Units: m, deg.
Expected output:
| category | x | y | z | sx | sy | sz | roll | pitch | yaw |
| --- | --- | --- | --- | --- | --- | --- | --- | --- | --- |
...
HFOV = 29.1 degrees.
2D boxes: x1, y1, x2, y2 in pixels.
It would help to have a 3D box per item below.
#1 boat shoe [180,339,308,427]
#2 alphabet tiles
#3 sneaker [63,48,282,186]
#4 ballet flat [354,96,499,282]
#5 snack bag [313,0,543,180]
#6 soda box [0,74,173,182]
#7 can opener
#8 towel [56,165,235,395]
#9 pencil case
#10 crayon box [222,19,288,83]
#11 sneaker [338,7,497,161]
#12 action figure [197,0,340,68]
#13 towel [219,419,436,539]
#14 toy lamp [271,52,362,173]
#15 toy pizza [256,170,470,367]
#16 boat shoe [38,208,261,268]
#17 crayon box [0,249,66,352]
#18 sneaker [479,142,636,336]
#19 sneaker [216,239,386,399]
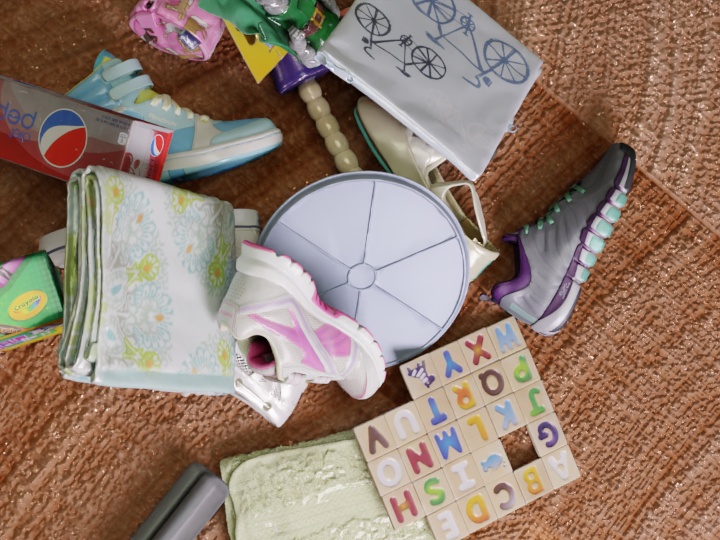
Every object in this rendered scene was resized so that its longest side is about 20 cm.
| category | x | y | z | sx | sy | sz | roll | pitch | yaw |
| --- | --- | --- | --- | --- | --- | --- | --- | --- | --- |
| boat shoe | -0.145 | 0.080 | 1.242 | 0.200 | 0.071 | 0.069 | 26 | 80 | -7 |
| alphabet tiles | 0.095 | 0.153 | 1.282 | 0.200 | 0.008 | 0.167 | -22 | 89 | -26 |
| sneaker | -0.177 | -0.145 | 1.254 | 0.200 | 0.080 | 0.131 | -13 | 88 | -11 |
| ballet flat | 0.068 | -0.083 | 1.290 | 0.069 | 0.069 | 0.200 | -31 | 98 | -11 |
| snack bag | 0.068 | -0.187 | 1.254 | 0.189 | 0.021 | 0.200 | 37 | 48 | -9 |
| soda box | -0.264 | -0.118 | 1.193 | 0.200 | 0.063 | 0.070 | 19 | 96 | 25 |
| can opener | -0.187 | 0.265 | 1.237 | 0.066 | 0.053 | 0.200 | 41 | 80 | -39 |
| towel | -0.166 | 0.013 | 1.130 | 0.048 | 0.200 | 0.171 | -3 | 81 | 30 |
| pencil case | -0.134 | -0.291 | 1.269 | 0.083 | 0.087 | 0.200 | 29 | 79 | -12 |
| crayon box | -0.075 | -0.282 | 1.240 | 0.051 | 0.127 | 0.200 | 17 | 60 | 35 |
| sneaker | 0.067 | -0.188 | 1.303 | 0.200 | 0.074 | 0.087 | 45 | 60 | -9 |
| action figure | -0.058 | -0.231 | 1.198 | 0.055 | 0.200 | 0.118 | 16 | 79 | 32 |
| towel | -0.022 | 0.221 | 1.268 | 0.200 | 0.036 | 0.148 | -13 | 88 | -10 |
| toy lamp | -0.028 | -0.130 | 1.290 | 0.058 | 0.058 | 0.200 | -27 | 92 | -11 |
| toy pizza | 0.000 | 0.000 | 1.265 | 0.200 | 0.032 | 0.200 | -2 | 115 | -5 |
| boat shoe | -0.186 | -0.011 | 1.247 | 0.200 | 0.071 | 0.070 | -5 | 81 | -16 |
| crayon box | -0.305 | 0.035 | 1.154 | 0.119 | 0.200 | 0.058 | -18 | 88 | -11 |
| sneaker | 0.188 | -0.043 | 1.309 | 0.088 | 0.074 | 0.200 | 26 | 82 | -1 |
| sneaker | -0.057 | 0.061 | 1.197 | 0.200 | 0.081 | 0.088 | 44 | 74 | -36 |
